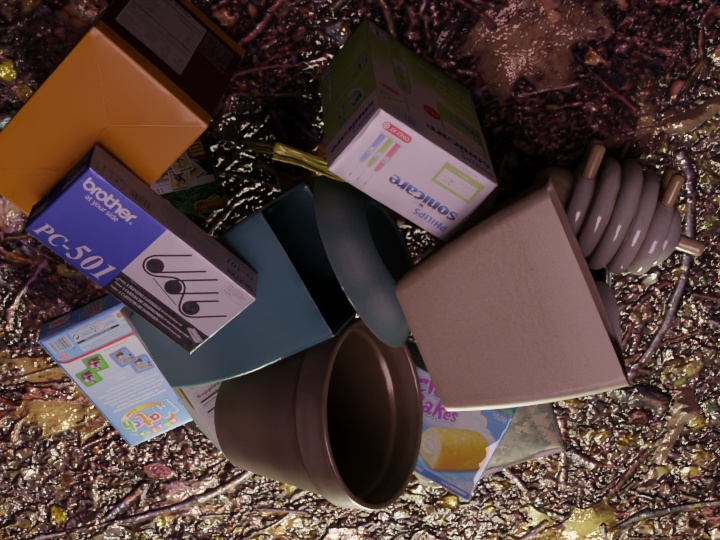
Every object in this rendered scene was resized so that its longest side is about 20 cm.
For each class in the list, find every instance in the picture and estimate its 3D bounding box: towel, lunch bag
[{"bbox_3d":[-0.068,-0.112,1.338,0.086,0.200,0.018,20,92,-16],"label":"towel"},{"bbox_3d":[0.128,0.164,1.596,0.200,0.118,0.164,-20,124,7],"label":"lunch bag"}]

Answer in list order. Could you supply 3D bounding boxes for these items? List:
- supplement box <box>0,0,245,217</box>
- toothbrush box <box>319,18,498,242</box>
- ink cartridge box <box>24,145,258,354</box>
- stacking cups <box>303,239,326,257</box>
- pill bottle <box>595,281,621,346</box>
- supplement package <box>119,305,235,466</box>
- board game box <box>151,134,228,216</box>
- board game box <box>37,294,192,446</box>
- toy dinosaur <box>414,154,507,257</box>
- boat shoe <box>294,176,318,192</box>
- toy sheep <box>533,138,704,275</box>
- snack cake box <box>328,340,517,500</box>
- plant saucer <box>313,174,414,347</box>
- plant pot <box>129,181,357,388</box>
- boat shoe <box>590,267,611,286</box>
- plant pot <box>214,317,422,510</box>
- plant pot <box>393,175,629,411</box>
[{"bbox_3d":[-0.238,-0.158,1.268,0.133,0.200,0.197,41,116,-16],"label":"supplement box"},{"bbox_3d":[0.043,-0.142,1.305,0.145,0.200,0.086,31,118,-23],"label":"toothbrush box"},{"bbox_3d":[-0.198,-0.016,1.207,0.094,0.044,0.200,-39,116,23],"label":"ink cartridge box"},{"bbox_3d":[0.000,0.000,1.466,0.060,0.061,0.200,-27,141,17],"label":"stacking cups"},{"bbox_3d":[0.181,0.072,1.452,0.199,0.111,0.111,-4,127,0],"label":"pill bottle"},{"bbox_3d":[-0.169,0.104,1.513,0.109,0.114,0.200,-37,123,-14],"label":"supplement package"},{"bbox_3d":[-0.256,-0.093,1.442,0.200,0.023,0.105,-13,129,7],"label":"board game box"},{"bbox_3d":[-0.268,0.114,1.589,0.151,0.037,0.200,-24,124,13],"label":"board game box"},{"bbox_3d":[0.116,-0.040,1.449,0.058,0.101,0.200,21,101,-30],"label":"toy dinosaur"},{"bbox_3d":[-0.063,-0.018,1.483,0.068,0.075,0.200,2,125,-40],"label":"boat shoe"},{"bbox_3d":[0.282,-0.061,1.427,0.200,0.138,0.138,22,125,4],"label":"toy sheep"},{"bbox_3d":[0.066,0.157,1.494,0.200,0.067,0.115,28,108,7],"label":"snack cake box"},{"bbox_3d":[0.017,-0.019,1.381,0.039,0.201,0.201,-25,124,17],"label":"plant saucer"},{"bbox_3d":[-0.122,0.028,1.338,0.200,0.141,0.141,-28,95,22],"label":"plant pot"},{"bbox_3d":[0.260,0.053,1.548,0.073,0.068,0.200,7,127,-8],"label":"boat shoe"},{"bbox_3d":[-0.055,0.153,1.405,0.173,0.200,0.200,-4,132,31],"label":"plant pot"},{"bbox_3d":[0.145,0.037,1.308,0.177,0.200,0.200,-23,93,11],"label":"plant pot"}]
